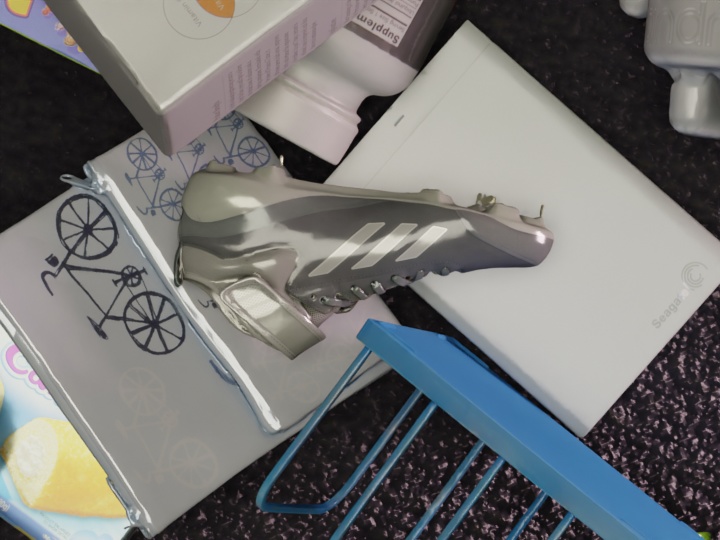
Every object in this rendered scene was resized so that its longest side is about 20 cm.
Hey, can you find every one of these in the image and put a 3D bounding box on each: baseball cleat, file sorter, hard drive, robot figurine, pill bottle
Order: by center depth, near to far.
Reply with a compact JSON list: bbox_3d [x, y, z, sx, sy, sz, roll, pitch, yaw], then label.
[{"bbox_3d":[0.066,0.136,1.578,0.200,0.139,0.123,38,98,18],"label":"file sorter"},{"bbox_3d":[0.213,-0.168,1.596,0.169,0.113,0.200,6,91,31],"label":"robot figurine"},{"bbox_3d":[0.000,0.000,1.603,0.200,0.070,0.107,9,87,1],"label":"baseball cleat"},{"bbox_3d":[0.000,-0.163,1.608,0.111,0.111,0.200,29,93,2],"label":"pill bottle"},{"bbox_3d":[0.090,-0.023,1.650,0.200,0.026,0.132,41,93,2],"label":"hard drive"}]

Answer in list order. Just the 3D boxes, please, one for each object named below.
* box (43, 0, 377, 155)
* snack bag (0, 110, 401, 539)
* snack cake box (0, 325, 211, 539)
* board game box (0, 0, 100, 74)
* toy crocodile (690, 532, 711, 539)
[{"bbox_3d":[-0.065,-0.182,1.490,0.200,0.106,0.152,-37,83,-7],"label":"box"},{"bbox_3d":[-0.096,0.017,1.613,0.200,0.021,0.189,-34,88,-29],"label":"snack bag"},{"bbox_3d":[-0.190,0.064,1.645,0.200,0.067,0.115,36,94,1],"label":"snack cake box"},{"bbox_3d":[-0.202,-0.162,1.607,0.200,0.134,0.045,27,92,2],"label":"board game box"},{"bbox_3d":[0.213,0.170,1.635,0.200,0.062,0.068,-13,79,6],"label":"toy crocodile"}]
